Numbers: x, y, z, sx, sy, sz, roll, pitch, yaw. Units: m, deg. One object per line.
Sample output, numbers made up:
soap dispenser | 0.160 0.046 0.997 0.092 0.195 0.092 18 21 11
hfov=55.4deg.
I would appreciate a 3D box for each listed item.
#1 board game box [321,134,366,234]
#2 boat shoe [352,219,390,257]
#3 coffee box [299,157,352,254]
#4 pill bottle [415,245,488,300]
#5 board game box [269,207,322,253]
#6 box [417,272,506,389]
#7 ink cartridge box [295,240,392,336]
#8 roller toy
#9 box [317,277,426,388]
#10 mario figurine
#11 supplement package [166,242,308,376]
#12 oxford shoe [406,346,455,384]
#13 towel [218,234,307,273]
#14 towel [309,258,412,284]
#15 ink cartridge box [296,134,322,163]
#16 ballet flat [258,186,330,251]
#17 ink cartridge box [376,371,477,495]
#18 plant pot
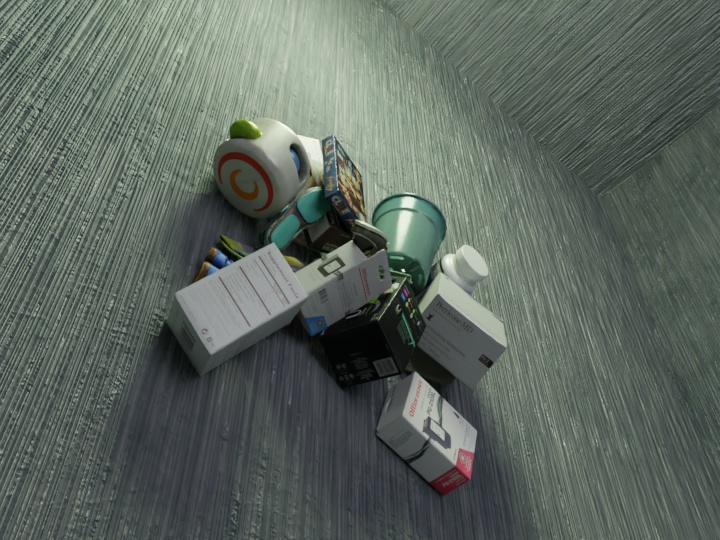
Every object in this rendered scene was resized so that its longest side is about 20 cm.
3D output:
board game box | -0.036 -0.187 1.510 0.136 0.034 0.203 51 23 -41
boat shoe | 0.018 -0.053 1.412 0.071 0.061 0.202 29 -4 13
coffee box | -0.079 -0.141 1.555 0.112 0.080 0.203 18 44 -44
pill bottle | 0.218 0.032 1.724 0.115 0.200 0.117 32 35 -26
board game box | -0.148 -0.150 1.596 0.151 0.045 0.203 23 40 -38
box | 0.218 0.132 1.576 0.198 0.132 0.200 38 16 -1
ink cartridge box | -0.041 0.026 1.353 0.067 0.198 0.117 46 -20 41
roller toy | -0.205 -0.216 1.444 0.182 0.200 0.140 39 47 -2
box | 0.030 0.124 1.407 0.126 0.146 0.200 65 27 -15
mario figurine | -0.218 0.050 1.288 0.198 0.106 0.125 32 77 -12
supplement package | -0.207 0.064 1.152 0.198 0.117 0.118 -30 79 -32
oxford shoe | 0.132 0.203 1.577 0.198 0.076 0.058 30 -8 -17
towel | -0.176 -0.020 1.373 0.198 0.023 0.143 19 9 -42
towel | 0.000 0.000 1.517 0.151 0.198 0.024 14 87 -44
ink cartridge box | -0.179 -0.280 1.603 0.197 0.037 0.096 8 54 -34
ballet flat | -0.140 -0.109 1.430 0.074 0.074 0.200 48 55 0
ink cartridge box | 0.140 0.333 1.413 0.200 0.084 0.145 44 31 -10
plant pot | 0.106 -0.051 1.694 0.199 0.199 0.198 37 40 -19
